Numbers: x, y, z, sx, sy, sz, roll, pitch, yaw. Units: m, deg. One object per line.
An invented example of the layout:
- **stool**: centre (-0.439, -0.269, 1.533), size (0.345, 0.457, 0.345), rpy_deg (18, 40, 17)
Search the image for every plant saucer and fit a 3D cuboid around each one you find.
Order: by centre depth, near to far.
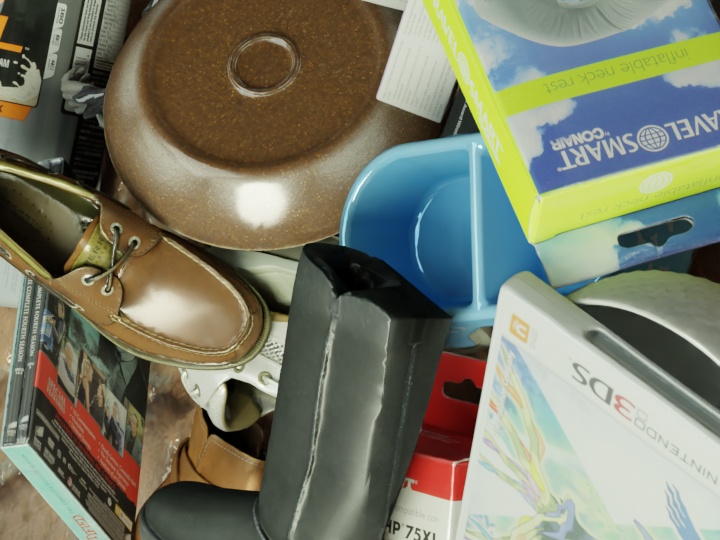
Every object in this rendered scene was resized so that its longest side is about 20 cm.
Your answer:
- **plant saucer**: centre (-0.051, -0.107, 1.413), size (0.200, 0.037, 0.201), rpy_deg (-5, 61, 8)

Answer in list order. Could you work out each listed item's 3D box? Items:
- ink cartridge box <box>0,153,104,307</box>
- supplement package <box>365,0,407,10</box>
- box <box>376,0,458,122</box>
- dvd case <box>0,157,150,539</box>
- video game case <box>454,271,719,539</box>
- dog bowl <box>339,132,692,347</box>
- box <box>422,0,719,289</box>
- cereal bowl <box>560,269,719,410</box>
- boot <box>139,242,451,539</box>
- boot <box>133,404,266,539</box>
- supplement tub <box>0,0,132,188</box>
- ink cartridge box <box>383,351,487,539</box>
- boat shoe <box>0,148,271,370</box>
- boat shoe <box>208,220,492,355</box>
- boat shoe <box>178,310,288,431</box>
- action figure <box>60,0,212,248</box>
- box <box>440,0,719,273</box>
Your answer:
- **ink cartridge box**: centre (-0.221, -0.075, 1.680), size (0.200, 0.041, 0.200), rpy_deg (6, 88, 45)
- **supplement package**: centre (0.016, -0.270, 1.401), size (0.156, 0.111, 0.200), rpy_deg (-47, 52, 32)
- **box**: centre (0.055, -0.170, 1.310), size (0.039, 0.041, 0.200), rpy_deg (-65, -6, -53)
- **dvd case**: centre (-0.163, 0.055, 1.487), size (0.022, 0.146, 0.201), rpy_deg (-9, 54, 17)
- **video game case**: centre (0.122, 0.124, 1.163), size (0.182, 0.022, 0.200), rpy_deg (37, 140, 29)
- **dog bowl**: centre (0.072, -0.021, 1.261), size (0.199, 0.049, 0.112), rpy_deg (-6, 83, 39)
- **box**: centre (0.110, -0.098, 1.192), size (0.048, 0.122, 0.201), rpy_deg (93, 158, -59)
- **cereal bowl**: centre (0.164, 0.087, 1.175), size (0.200, 0.083, 0.201), rpy_deg (30, 135, 36)
- **boot**: centre (-0.038, 0.079, 1.294), size (0.165, 0.066, 0.201), rpy_deg (26, 120, 34)
- **boot**: centre (-0.069, 0.179, 1.453), size (0.200, 0.076, 0.156), rpy_deg (48, 121, 53)
- **supplement tub**: centre (-0.207, -0.148, 1.563), size (0.122, 0.122, 0.201), rpy_deg (13, 93, 48)
- **ink cartridge box**: centre (0.030, 0.146, 1.333), size (0.116, 0.067, 0.201), rpy_deg (11, 99, 48)
- **boat shoe**: centre (-0.145, -0.004, 1.396), size (0.199, 0.068, 0.072), rpy_deg (25, 84, 10)
- **boat shoe**: centre (-0.001, -0.002, 1.406), size (0.201, 0.072, 0.060), rpy_deg (13, 64, 39)
- **boat shoe**: centre (-0.073, 0.057, 1.446), size (0.199, 0.071, 0.070), rpy_deg (10, 76, 37)
- **action figure**: centre (-0.107, -0.107, 1.508), size (0.102, 0.119, 0.201), rpy_deg (-13, 62, 45)
- **box**: centre (0.130, -0.104, 1.293), size (0.158, 0.050, 0.201), rpy_deg (33, 107, 44)
